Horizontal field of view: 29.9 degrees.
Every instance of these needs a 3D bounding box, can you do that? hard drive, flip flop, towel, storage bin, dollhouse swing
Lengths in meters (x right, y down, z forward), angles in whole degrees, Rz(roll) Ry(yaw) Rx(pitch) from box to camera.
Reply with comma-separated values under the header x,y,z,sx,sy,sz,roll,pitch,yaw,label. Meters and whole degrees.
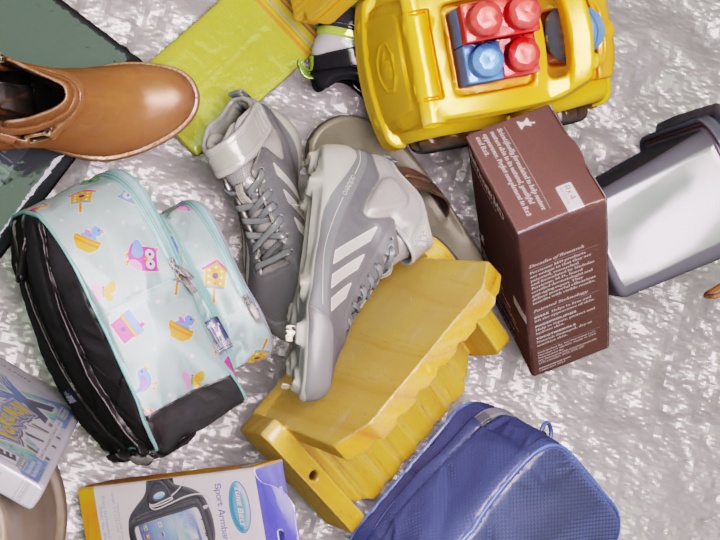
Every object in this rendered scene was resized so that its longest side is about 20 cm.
x,y,z,sx,sy,sz,roll,pitch,yaw,label
-0.283,-0.125,1.053,0.139,0.033,0.200,36,81,-8,hard drive
0.037,-0.049,1.111,0.081,0.058,0.200,-41,95,-13,flip flop
-0.091,-0.189,1.117,0.200,0.018,0.086,-44,90,-12,towel
0.237,-0.035,1.097,0.134,0.200,0.146,-26,92,-3,storage bin
0.044,0.097,1.006,0.200,0.176,0.182,-49,124,-16,dollhouse swing

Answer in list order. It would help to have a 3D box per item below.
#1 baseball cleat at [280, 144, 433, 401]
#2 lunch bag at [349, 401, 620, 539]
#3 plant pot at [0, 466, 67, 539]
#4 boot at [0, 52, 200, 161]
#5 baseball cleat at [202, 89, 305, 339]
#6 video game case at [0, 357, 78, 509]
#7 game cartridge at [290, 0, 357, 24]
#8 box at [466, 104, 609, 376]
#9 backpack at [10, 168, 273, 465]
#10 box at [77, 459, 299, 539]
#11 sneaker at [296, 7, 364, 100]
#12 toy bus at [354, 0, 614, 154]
x,y,z,sx,sy,sz,roll,pitch,yaw,label
0.000,0.000,0.968,0.106,0.070,0.201,8,68,-9,baseball cleat
0.096,0.201,1.065,0.200,0.132,0.136,-47,121,-13,lunch bag
-0.307,0.182,0.955,0.199,0.174,0.201,1,84,-13,plant pot
-0.210,-0.126,0.971,0.199,0.155,0.077,-1,87,-12,boot
-0.081,-0.046,1.034,0.070,0.106,0.201,-25,57,21,baseball cleat
-0.290,0.084,0.954,0.182,0.200,0.022,32,96,-9,video game case
-0.013,-0.313,1.042,0.032,0.176,0.201,5,64,-38,game cartridge
0.137,-0.017,1.022,0.075,0.200,0.100,-20,53,-5,box
-0.168,0.023,0.998,0.153,0.176,0.200,-35,97,-21,backpack
-0.118,0.208,1.000,0.199,0.041,0.120,-11,87,30,box
0.043,-0.148,1.118,0.199,0.072,0.083,20,88,-11,sneaker
0.111,-0.169,0.997,0.199,0.192,0.136,-11,93,-12,toy bus
